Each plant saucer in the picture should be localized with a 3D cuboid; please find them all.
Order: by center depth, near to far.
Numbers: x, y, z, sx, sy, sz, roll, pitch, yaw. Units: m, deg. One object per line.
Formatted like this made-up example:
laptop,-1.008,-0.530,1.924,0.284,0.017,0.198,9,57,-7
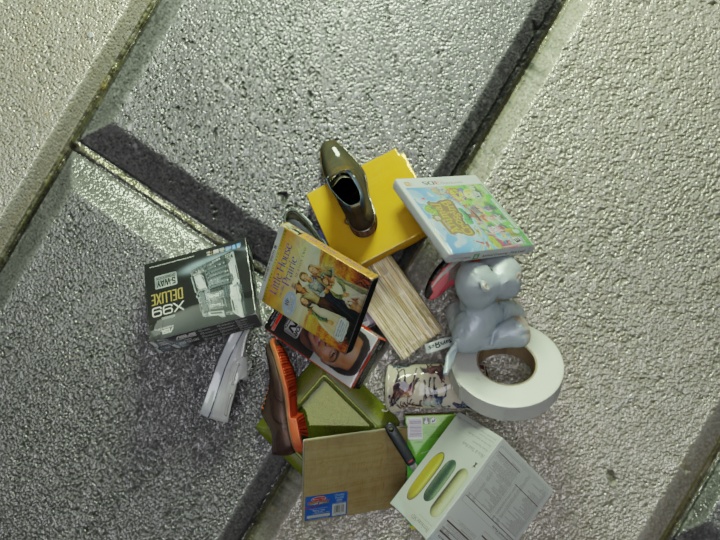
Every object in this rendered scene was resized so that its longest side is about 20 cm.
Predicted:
plant saucer,-0.061,0.284,1.412,0.199,0.048,0.201,43,91,2

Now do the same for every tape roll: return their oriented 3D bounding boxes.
tape roll,0.250,0.169,1.344,0.197,0.206,0.038,-1,132,2

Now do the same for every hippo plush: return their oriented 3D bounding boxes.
hippo plush,0.195,0.045,1.326,0.195,0.160,0.165,-14,120,-15

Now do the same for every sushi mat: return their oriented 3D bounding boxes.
sushi mat,0.055,0.052,1.394,0.095,0.012,0.202,-36,90,0

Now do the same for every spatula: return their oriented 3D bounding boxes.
spatula,0.099,0.354,1.385,0.056,0.021,0.203,-31,102,0

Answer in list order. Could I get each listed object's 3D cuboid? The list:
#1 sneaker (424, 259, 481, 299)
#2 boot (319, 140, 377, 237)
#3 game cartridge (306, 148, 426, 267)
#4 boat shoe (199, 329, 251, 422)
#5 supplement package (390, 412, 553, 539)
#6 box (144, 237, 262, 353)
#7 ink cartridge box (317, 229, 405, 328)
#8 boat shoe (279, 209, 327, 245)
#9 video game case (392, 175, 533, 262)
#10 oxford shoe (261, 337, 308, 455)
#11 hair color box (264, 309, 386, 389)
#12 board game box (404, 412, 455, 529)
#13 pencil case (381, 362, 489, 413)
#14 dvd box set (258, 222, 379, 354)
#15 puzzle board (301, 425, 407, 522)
sneaker,0.201,-0.006,1.397,0.200,0.074,0.087,-43,90,0
boot,-0.026,-0.164,1.360,0.073,0.097,0.203,-26,67,0
game cartridge,0.022,-0.105,1.398,0.196,0.033,0.179,-26,67,0
boat shoe,-0.229,0.176,1.415,0.064,0.074,0.204,21,96,-9
supplement package,0.185,0.382,1.316,0.151,0.151,0.201,44,80,-20
box,-0.282,0.044,1.389,0.195,0.050,0.161,-14,59,2
ink cartridge box,0.000,0.000,1.421,0.098,0.039,0.204,-24,88,2
boat shoe,-0.086,-0.020,1.374,0.075,0.061,0.201,-28,65,-25
video game case,0.173,-0.094,1.326,0.178,0.022,0.202,-6,45,-29
oxford shoe,-0.147,0.223,1.364,0.071,0.071,0.205,-15,80,12
hair color box,-0.064,0.113,1.383,0.197,0.061,0.103,31,90,19
board game box,0.130,0.364,1.416,0.093,0.030,0.206,-2,87,2
pencil case,0.134,0.212,1.393,0.194,0.078,0.092,-1,72,1
dvd box set,-0.075,0.029,1.325,0.197,0.029,0.149,31,113,21
puzzle board,-0.010,0.358,1.379,0.195,0.017,0.155,-3,104,-21
